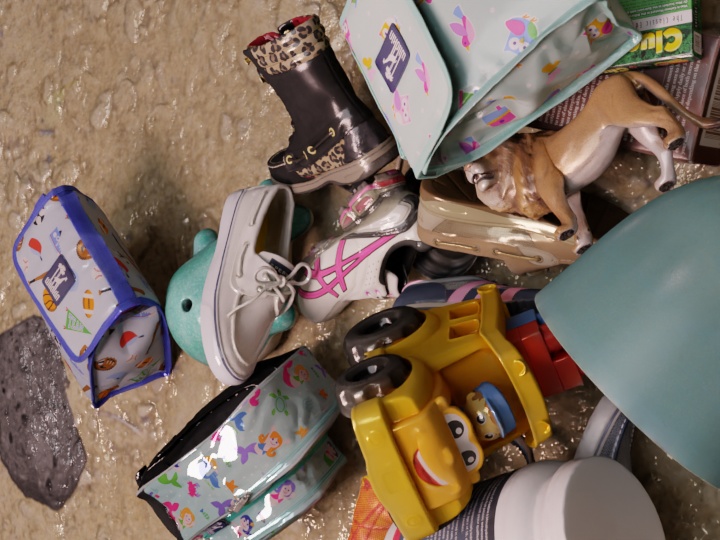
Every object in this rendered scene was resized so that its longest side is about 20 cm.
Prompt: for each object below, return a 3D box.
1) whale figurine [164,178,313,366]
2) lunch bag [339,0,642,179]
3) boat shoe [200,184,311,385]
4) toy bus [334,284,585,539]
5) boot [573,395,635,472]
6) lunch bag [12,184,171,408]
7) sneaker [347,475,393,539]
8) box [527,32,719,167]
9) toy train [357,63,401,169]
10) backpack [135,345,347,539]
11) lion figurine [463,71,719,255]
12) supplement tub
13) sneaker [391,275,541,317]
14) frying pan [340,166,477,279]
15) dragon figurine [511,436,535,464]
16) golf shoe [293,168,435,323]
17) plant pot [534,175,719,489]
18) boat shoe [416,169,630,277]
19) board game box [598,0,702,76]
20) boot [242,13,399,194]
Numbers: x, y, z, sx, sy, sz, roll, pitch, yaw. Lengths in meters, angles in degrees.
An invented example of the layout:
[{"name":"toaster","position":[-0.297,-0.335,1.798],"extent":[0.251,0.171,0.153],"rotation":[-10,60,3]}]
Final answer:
[{"name":"whale figurine","position":[-0.127,0.006,1.206],"extent":[0.159,0.103,0.201],"rotation":[43,112,29]},{"name":"lunch bag","position":[0.082,-0.190,0.909],"extent":[0.199,0.121,0.172],"rotation":[-37,65,22]},{"name":"boat shoe","position":[-0.088,0.007,1.101],"extent":[0.085,0.075,0.204],"rotation":[-13,53,30]},{"name":"toy bus","position":[0.091,0.095,0.916],"extent":[0.190,0.200,0.137],"rotation":[-20,106,12]},{"name":"boot","position":[0.218,0.203,0.976],"extent":[0.090,0.072,0.203],"rotation":[21,112,30]},{"name":"lunch bag","position":[-0.286,0.025,1.267],"extent":[0.171,0.123,0.201],"rotation":[54,155,20]},{"name":"sneaker","position":[0.028,0.221,1.100],"extent":[0.078,0.072,0.201],"rotation":[58,137,23]},{"name":"box","position":[0.204,-0.154,0.971],"extent":[0.198,0.075,0.101],"rotation":[19,103,34]},{"name":"toy train","position":[0.039,-0.180,1.068],"extent":[0.084,0.115,0.202],"rotation":[31,109,33]},{"name":"backpack","position":[-0.099,0.174,1.147],"extent":[0.150,0.177,0.200],"rotation":[43,113,3]},{"name":"lion figurine","position":[0.175,-0.097,0.917],"extent":[0.199,0.072,0.124],"rotation":[-36,57,26]},{"name":"supplement tub","position":[0.123,0.230,0.921],"extent":[0.199,0.139,0.142],"rotation":[-29,74,43]},{"name":"sneaker","position":[0.125,0.031,1.032],"extent":[0.197,0.082,0.071],"rotation":[2,123,11]},{"name":"frying pan","position":[0.051,-0.046,1.114],"extent":[0.189,0.031,0.117],"rotation":[-5,92,48]},{"name":"dragon figurine","position":[0.083,0.130,1.076],"extent":[0.200,0.059,0.100],"rotation":[51,119,26]},{"name":"golf shoe","position":[0.000,0.000,1.112],"extent":[0.093,0.072,0.200],"rotation":[55,137,18]},{"name":"plant pot","position":[0.254,0.030,0.868],"extent":[0.161,0.200,0.201],"rotation":[-49,63,14]},{"name":"boat shoe","position":[0.145,-0.032,1.006],"extent":[0.198,0.071,0.065],"rotation":[16,126,14]},{"name":"board game box","position":[0.171,-0.205,0.938],"extent":[0.198,0.023,0.106],"rotation":[-2,83,37]},{"name":"boot","position":[-0.055,-0.152,1.107],"extent":[0.152,0.073,0.199],"rotation":[59,157,-17]}]
